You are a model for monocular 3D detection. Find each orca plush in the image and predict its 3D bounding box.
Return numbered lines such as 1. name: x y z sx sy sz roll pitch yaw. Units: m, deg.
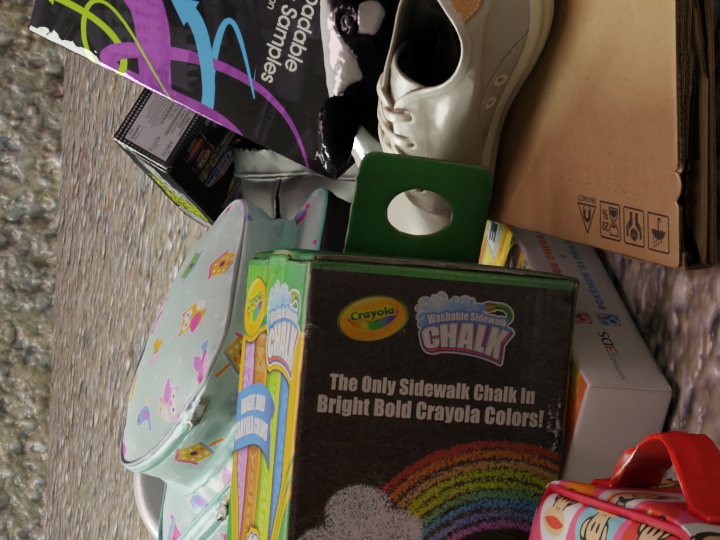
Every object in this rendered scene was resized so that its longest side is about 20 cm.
1. orca plush: 0.036 -0.056 1.154 0.071 0.105 0.201 -14 77 36

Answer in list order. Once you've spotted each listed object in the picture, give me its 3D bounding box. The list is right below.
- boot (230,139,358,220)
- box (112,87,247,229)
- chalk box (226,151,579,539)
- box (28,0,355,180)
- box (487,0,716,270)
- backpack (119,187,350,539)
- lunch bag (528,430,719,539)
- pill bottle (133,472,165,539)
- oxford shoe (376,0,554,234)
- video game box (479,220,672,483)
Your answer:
1. boot: 0.000 0.000 1.369 0.198 0.073 0.164 3 107 48
2. box: -0.063 -0.131 1.435 0.201 0.044 0.160 -58 -18 -7
3. chalk box: 0.017 0.051 1.021 0.124 0.124 0.202 -179 95 -75
4. box: -0.075 -0.152 1.243 0.036 0.199 0.144 -50 -18 -55
5. box: 0.090 -0.095 1.015 0.200 0.021 0.165 19 114 62
6. backpack: -0.047 0.074 1.267 0.176 0.152 0.201 -88 19 -48
7. lunch bag: 0.112 0.148 0.868 0.200 0.081 0.177 -165 80 -76
8. pill bottle: -0.071 0.157 1.473 0.200 0.119 0.120 78 -170 -68
9. oxford shoe: 0.032 -0.070 1.053 0.075 0.057 0.201 60 149 32
10. video game box: 0.080 0.092 1.093 0.182 0.046 0.201 -114 31 -58
